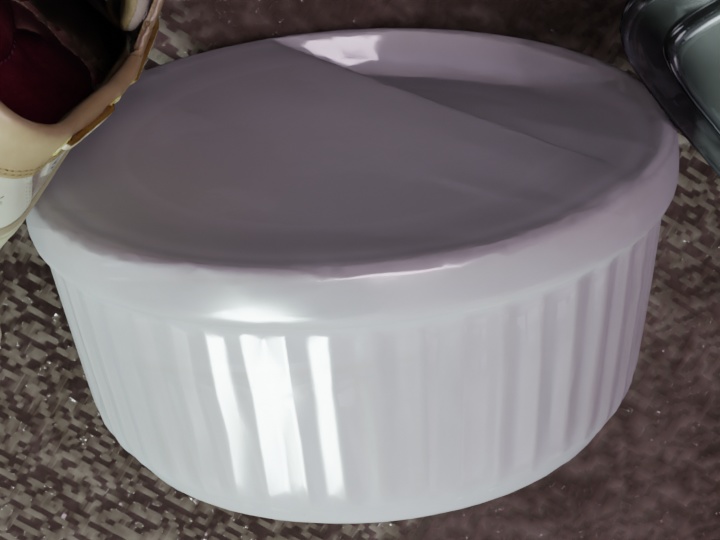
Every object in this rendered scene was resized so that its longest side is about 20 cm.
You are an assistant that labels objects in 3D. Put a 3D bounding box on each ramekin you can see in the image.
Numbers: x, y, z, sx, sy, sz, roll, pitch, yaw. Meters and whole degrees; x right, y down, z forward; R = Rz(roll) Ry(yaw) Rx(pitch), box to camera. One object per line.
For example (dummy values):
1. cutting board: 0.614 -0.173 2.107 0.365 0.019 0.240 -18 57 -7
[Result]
1. ramekin: 0.000 0.000 0.779 0.202 0.202 0.094 -10 116 -11

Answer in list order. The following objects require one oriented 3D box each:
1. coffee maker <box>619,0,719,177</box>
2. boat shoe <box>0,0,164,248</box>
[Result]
1. coffee maker: 0.152 -0.129 0.772 0.192 0.200 0.135 30 139 -8
2. boat shoe: -0.087 -0.081 0.738 0.074 0.200 0.066 36 129 -19
